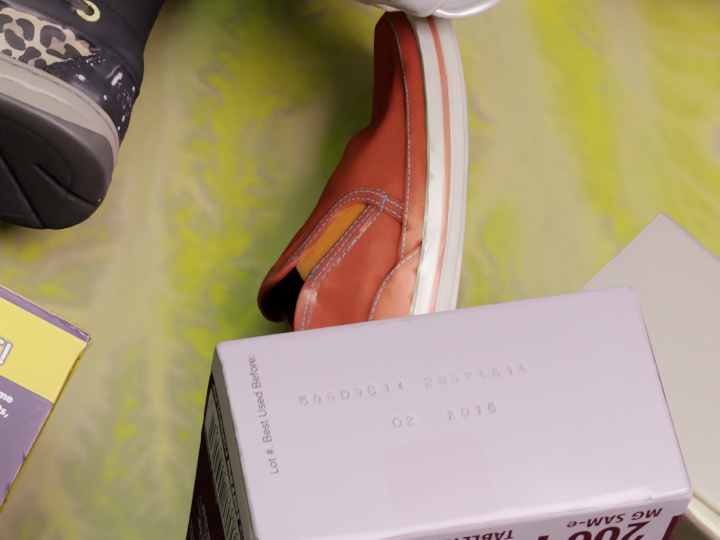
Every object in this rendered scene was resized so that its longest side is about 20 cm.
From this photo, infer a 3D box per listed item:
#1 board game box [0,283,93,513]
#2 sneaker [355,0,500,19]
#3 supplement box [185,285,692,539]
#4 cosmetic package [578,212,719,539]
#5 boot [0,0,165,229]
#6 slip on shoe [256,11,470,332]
[{"bbox_3d":[-0.200,0.047,0.785,0.199,0.057,0.166,29,70,-6],"label":"board game box"},{"bbox_3d":[0.004,-0.117,0.898,0.099,0.200,0.075,40,105,-4],"label":"sneaker"},{"bbox_3d":[0.011,0.083,0.747,0.108,0.200,0.061,-8,62,-11],"label":"supplement box"},{"bbox_3d":[0.131,0.090,0.815,0.200,0.104,0.073,40,64,17],"label":"cosmetic package"},{"bbox_3d":[-0.146,-0.116,0.902,0.203,0.074,0.154,29,50,-5],"label":"boot"},{"bbox_3d":[0.000,0.000,0.872,0.061,0.074,0.201,8,64,2],"label":"slip on shoe"}]
